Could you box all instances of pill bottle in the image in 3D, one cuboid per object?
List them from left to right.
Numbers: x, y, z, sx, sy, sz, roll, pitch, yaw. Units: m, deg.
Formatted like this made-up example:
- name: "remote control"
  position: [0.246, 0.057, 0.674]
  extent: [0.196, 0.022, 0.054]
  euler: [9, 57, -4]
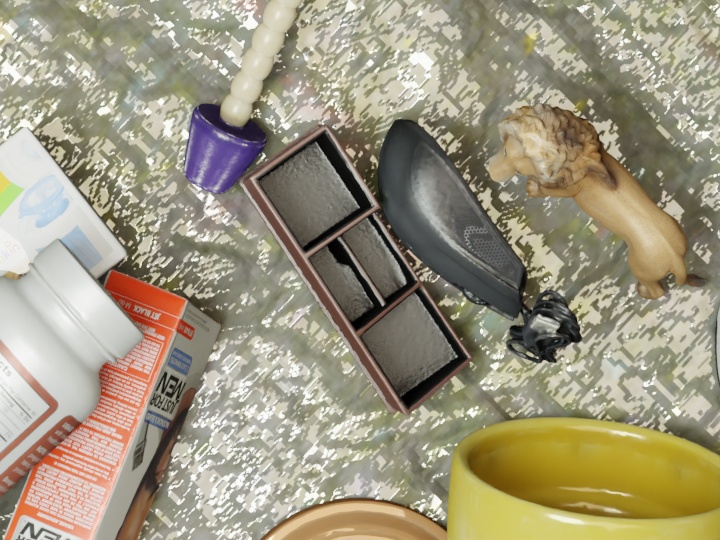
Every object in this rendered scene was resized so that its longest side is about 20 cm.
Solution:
- name: "pill bottle"
  position: [-0.236, 0.077, 1.359]
  extent: [0.200, 0.112, 0.112]
  euler: [-42, 95, -5]

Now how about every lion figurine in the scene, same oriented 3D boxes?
- name: "lion figurine"
  position: [0.174, -0.046, 1.500]
  extent: [0.199, 0.122, 0.073]
  euler: [33, 86, -6]

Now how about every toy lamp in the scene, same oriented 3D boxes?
- name: "toy lamp"
  position: [-0.067, -0.146, 1.479]
  extent: [0.058, 0.058, 0.201]
  euler: [25, 111, -6]

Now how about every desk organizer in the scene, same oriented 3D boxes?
- name: "desk organizer"
  position: [0.000, 0.000, 1.503]
  extent: [0.071, 0.077, 0.201]
  euler: [-34, 94, -5]

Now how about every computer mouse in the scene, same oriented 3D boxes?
- name: "computer mouse"
  position: [0.069, -0.013, 1.493]
  extent: [0.053, 0.139, 0.201]
  euler: [-36, 84, -9]

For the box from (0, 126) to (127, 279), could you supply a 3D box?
- name: "box"
  position: [-0.268, 0.008, 1.459]
  extent: [0.200, 0.101, 0.113]
  euler: [-40, 95, -5]

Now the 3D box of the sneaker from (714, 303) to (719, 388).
- name: "sneaker"
  position: [0.313, 0.010, 1.517]
  extent: [0.083, 0.121, 0.202]
  euler: [15, 89, -6]

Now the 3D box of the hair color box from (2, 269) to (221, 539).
- name: "hair color box"
  position: [-0.166, 0.111, 1.456]
  extent: [0.063, 0.111, 0.202]
  euler: [21, 84, 11]

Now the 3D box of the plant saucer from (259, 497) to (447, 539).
- name: "plant saucer"
  position: [-0.001, 0.263, 1.527]
  extent: [0.198, 0.032, 0.203]
  euler: [0, 90, -6]

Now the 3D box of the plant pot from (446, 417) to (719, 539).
- name: "plant pot"
  position: [0.153, 0.221, 1.475]
  extent: [0.199, 0.201, 0.191]
  euler: [3, 106, -7]
